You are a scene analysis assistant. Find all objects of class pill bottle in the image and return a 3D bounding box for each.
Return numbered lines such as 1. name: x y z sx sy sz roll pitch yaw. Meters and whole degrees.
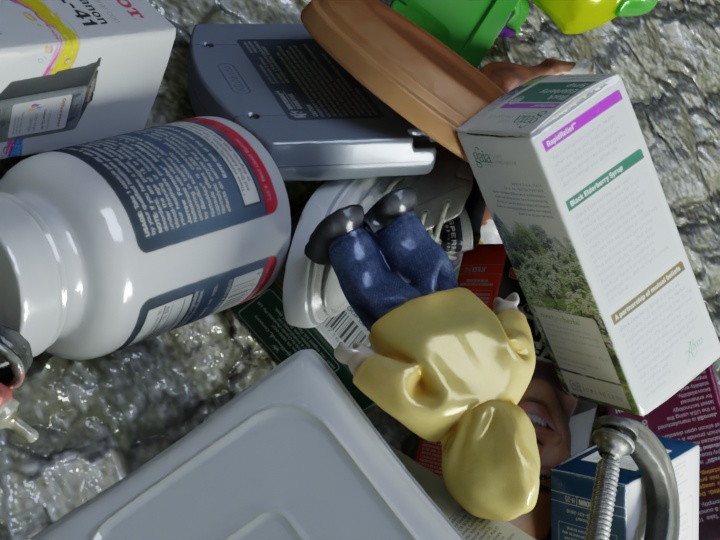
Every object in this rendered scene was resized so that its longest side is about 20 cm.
1. pill bottle: -0.145 -0.016 0.826 0.200 0.119 0.120 -21 79 -49

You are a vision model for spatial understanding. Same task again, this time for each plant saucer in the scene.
1. plant saucer: 0.049 -0.128 0.967 0.200 0.038 0.200 35 15 -11

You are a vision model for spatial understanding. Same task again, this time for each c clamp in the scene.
1. c clamp: 0.146 0.164 0.815 0.171 0.027 0.201 53 42 -35

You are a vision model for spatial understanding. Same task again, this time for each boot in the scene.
1. boot: 0.026 -0.028 0.925 0.200 0.095 0.074 -59 152 -48

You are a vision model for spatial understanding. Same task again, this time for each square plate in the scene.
1. square plate: -0.048 0.162 0.748 0.200 0.028 0.198 -35 67 -15

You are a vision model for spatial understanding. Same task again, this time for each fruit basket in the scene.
1. fruit basket: 0.149 -0.253 1.240 0.215 0.156 0.216 16 48 -19

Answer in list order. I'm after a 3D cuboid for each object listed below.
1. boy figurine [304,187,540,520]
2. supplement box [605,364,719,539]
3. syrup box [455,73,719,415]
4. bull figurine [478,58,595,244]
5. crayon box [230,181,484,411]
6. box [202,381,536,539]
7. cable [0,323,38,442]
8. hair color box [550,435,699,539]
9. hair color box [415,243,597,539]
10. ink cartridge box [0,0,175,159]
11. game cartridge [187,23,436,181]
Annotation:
1. boy figurine: 0.050 0.049 0.822 0.124 0.064 0.201 -21 72 -31
2. supplement box: 0.239 0.126 1.089 0.110 0.085 0.201 51 27 -60
3. syrup box: 0.144 -0.018 0.889 0.081 0.079 0.201 -33 111 -24
4. bull figurine: 0.130 -0.088 1.139 0.065 0.121 0.201 75 15 -58
5. crayon box: 0.000 0.000 1.007 0.126 0.052 0.200 49 41 -7
6. box: -0.001 0.146 0.825 0.199 0.069 0.082 32 30 18
7. cable: -0.247 0.035 0.714 0.200 0.097 0.050 40 23 -18
8. hair color box: 0.175 0.218 0.947 0.100 0.060 0.201 -14 106 -47
9. hair color box: 0.101 0.091 0.957 0.101 0.061 0.201 16 83 -25
10. ink cartridge box: -0.231 -0.138 0.822 0.148 0.086 0.200 44 38 24
11. game cartridge: -0.045 -0.116 0.967 0.132 0.042 0.200 -7 33 -18
